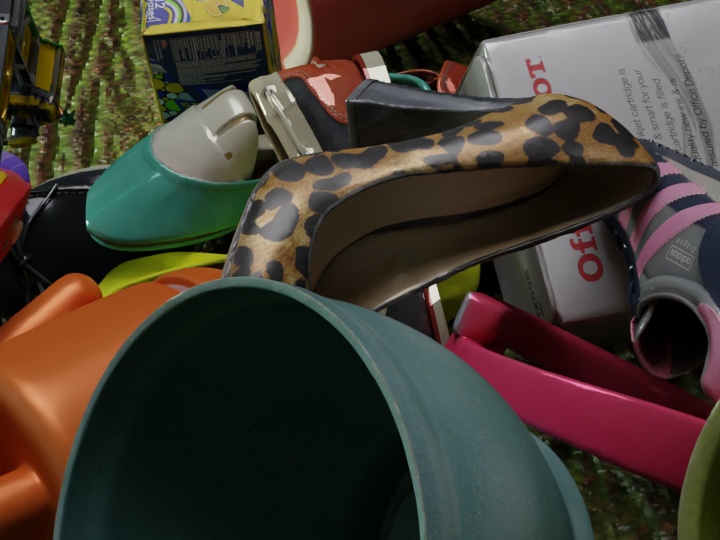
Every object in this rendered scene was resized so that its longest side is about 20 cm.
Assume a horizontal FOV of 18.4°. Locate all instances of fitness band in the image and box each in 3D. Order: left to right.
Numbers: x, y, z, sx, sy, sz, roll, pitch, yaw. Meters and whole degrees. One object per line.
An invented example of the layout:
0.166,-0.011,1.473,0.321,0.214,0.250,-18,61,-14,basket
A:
0.103,0.056,0.915,0.143,0.038,0.200,27,3,8,fitness band

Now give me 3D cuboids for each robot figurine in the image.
-0.098,0.067,0.941,0.199,0.117,0.143,-24,17,-34,robot figurine

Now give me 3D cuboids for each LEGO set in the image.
-0.246,-0.082,1.137,0.199,0.117,0.154,7,-16,-7,LEGO set

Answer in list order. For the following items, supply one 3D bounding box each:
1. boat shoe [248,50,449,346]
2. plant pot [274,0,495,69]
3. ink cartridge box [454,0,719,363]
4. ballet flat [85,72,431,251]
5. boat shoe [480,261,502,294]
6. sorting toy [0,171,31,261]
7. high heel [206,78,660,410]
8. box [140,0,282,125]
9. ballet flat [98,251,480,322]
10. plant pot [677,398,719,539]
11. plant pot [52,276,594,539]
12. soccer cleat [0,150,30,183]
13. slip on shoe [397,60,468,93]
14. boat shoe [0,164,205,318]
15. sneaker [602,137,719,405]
0.000,0.000,1.005,0.062,0.201,0.071,-12,-8,-9,boat shoe
-0.018,-0.221,1.421,0.200,0.201,0.177,22,46,41,plant pot
0.159,-0.050,1.086,0.199,0.145,0.084,-11,-16,-13,ink cartridge box
-0.047,-0.065,1.108,0.199,0.071,0.067,-13,46,-27,ballet flat
0.063,-0.016,1.144,0.200,0.061,0.072,-12,-3,-17,boat shoe
-0.210,0.041,0.939,0.069,0.201,0.199,23,26,-1,sorting toy
0.029,-0.007,0.895,0.142,0.072,0.200,11,47,24,high heel
-0.074,-0.101,1.172,0.064,0.200,0.070,-4,63,0,box
-0.042,0.018,1.070,0.199,0.067,0.067,-6,10,16,ballet flat
0.238,0.076,0.824,0.199,0.202,0.184,8,19,22,plant pot
0.000,0.109,0.799,0.134,0.201,0.200,8,13,-43,plant pot
-0.266,-0.036,1.207,0.199,0.077,0.067,-24,33,-33,soccer cleat
0.060,-0.088,1.276,0.199,0.062,0.074,3,27,11,slip on shoe
-0.176,-0.009,1.137,0.199,0.075,0.062,-7,9,7,boat shoe
0.131,0.000,0.934,0.082,0.070,0.200,-50,21,-1,sneaker
